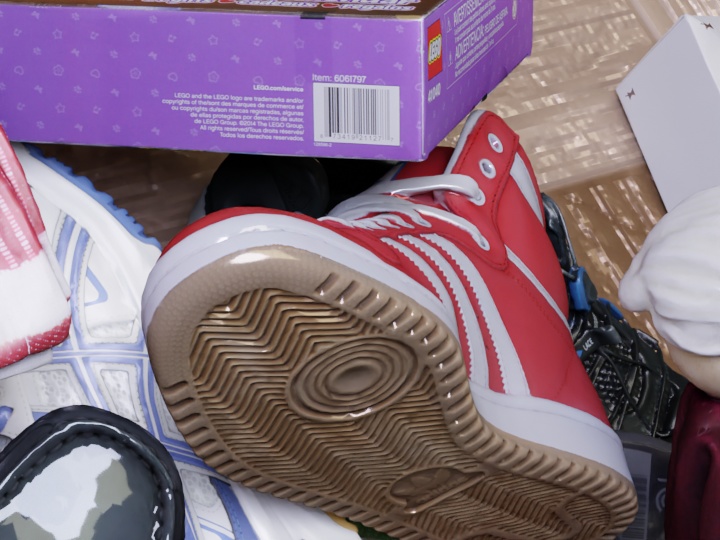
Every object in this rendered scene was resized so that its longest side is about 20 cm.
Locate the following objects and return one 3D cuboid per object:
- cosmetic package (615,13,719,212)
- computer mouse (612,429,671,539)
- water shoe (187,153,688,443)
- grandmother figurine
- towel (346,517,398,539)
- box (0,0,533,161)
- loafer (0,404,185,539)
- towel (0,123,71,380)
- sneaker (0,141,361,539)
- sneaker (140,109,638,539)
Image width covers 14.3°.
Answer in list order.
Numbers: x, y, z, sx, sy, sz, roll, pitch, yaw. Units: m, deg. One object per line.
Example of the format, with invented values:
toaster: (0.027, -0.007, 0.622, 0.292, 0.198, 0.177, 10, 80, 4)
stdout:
cosmetic package: (0.163, 0.008, 0.965, 0.082, 0.051, 0.201, -3, 59, -33)
computer mouse: (0.113, 0.116, 0.851, 0.199, 0.046, 0.141, 0, 87, -21)
water shoe: (0.044, 0.020, 0.860, 0.199, 0.079, 0.072, 26, 48, -14)
grandmother figurine: (0.101, 0.070, 0.757, 0.060, 0.201, 0.121, -6, 24, -2)
towel: (-0.020, 0.148, 0.764, 0.152, 0.023, 0.201, 10, 53, -27)
box: (-0.063, -0.067, 0.776, 0.199, 0.039, 0.137, 3, 16, 14)
loafer: (-0.092, 0.123, 0.650, 0.068, 0.070, 0.201, 26, 76, -5)
towel: (-0.159, -0.054, 0.630, 0.144, 0.023, 0.201, -20, 82, -31)
sneaker: (-0.075, 0.050, 0.731, 0.200, 0.075, 0.088, 49, 46, 6)
sneaker: (0.000, 0.000, 0.735, 0.200, 0.071, 0.113, 36, 34, -54)
